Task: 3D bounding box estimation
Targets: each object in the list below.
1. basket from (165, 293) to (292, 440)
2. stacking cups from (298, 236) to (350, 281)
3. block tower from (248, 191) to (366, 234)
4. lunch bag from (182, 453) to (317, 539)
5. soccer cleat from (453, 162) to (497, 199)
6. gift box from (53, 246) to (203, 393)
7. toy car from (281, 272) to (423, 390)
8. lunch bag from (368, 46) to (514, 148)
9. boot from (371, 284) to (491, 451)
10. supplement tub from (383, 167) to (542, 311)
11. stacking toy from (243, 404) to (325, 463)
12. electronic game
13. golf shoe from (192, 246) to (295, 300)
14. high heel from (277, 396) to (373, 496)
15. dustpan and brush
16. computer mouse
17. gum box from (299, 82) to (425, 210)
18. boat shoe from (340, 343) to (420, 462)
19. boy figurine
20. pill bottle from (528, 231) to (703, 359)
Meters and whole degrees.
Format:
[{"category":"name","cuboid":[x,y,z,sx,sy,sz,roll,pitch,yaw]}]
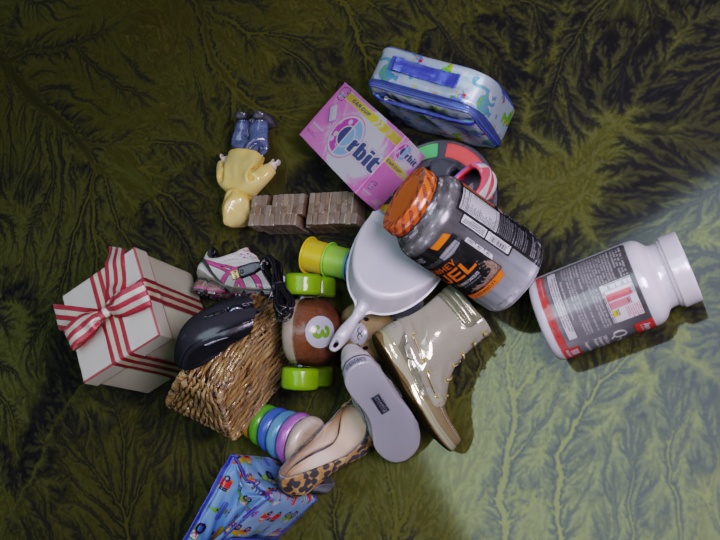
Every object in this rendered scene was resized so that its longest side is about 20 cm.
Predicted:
[{"category":"basket","cuboid":[-0.202,0.125,1.286,0.148,0.144,0.200,20,52,28]},{"category":"stacking cups","cuboid":[0.000,0.000,1.312,0.198,0.060,0.061,17,84,27]},{"category":"block tower","cuboid":[-0.082,-0.093,1.378,0.197,0.054,0.059,2,78,26]},{"category":"lunch bag","cuboid":[-0.183,0.377,1.244,0.094,0.150,0.201,41,95,28]},{"category":"soccer cleat","cuboid":[0.115,-0.076,1.225,0.200,0.073,0.068,-48,70,9]},{"category":"gift box","cuboid":[-0.379,0.078,1.401,0.184,0.186,0.201,-35,65,13]},{"category":"toy car","cuboid":[-0.006,0.092,1.248,0.197,0.158,0.167,1,87,13]},{"category":"lunch bag","cuboid":[0.118,-0.256,1.264,0.198,0.160,0.083,22,86,28]},{"category":"boot","cuboid":[0.125,0.136,1.198,0.154,0.072,0.202,-32,96,-14]},{"category":"supplement tub","cuboid":[0.136,-0.044,1.139,0.123,0.199,0.123,-51,18,23]},{"category":"stacking toy","cuboid":[-0.150,0.238,1.316,0.198,0.085,0.086,17,84,36]},{"category":"electronic game","cuboid":[0.114,-0.102,1.292,0.197,0.042,0.203,-7,73,25]},{"category":"golf shoe","cuboid":[-0.189,0.005,1.393,0.197,0.072,0.093,6,77,27]},{"category":"high heel","cuboid":[-0.038,0.237,1.216,0.071,0.142,0.202,32,91,29]},{"category":"dustpan and brush","cuboid":[0.018,0.029,1.196,0.139,0.057,0.201,34,65,12]},{"category":"computer mouse","cuboid":[-0.192,0.048,1.209,0.198,0.046,0.141,-27,43,10]},{"category":"gum box","cuboid":[-0.003,-0.201,1.342,0.114,0.066,0.200,-47,49,7]},{"category":"boat shoe","cuboid":[0.023,0.186,1.194,0.071,0.201,0.066,-31,32,2]},{"category":"boy figurine","cuboid":[-0.191,-0.170,1.447,0.123,0.064,0.203,2,78,26]},{"category":"pill bottle","cuboid":[0.331,0.031,1.108,0.198,0.116,0.117,-23,67,19]}]
